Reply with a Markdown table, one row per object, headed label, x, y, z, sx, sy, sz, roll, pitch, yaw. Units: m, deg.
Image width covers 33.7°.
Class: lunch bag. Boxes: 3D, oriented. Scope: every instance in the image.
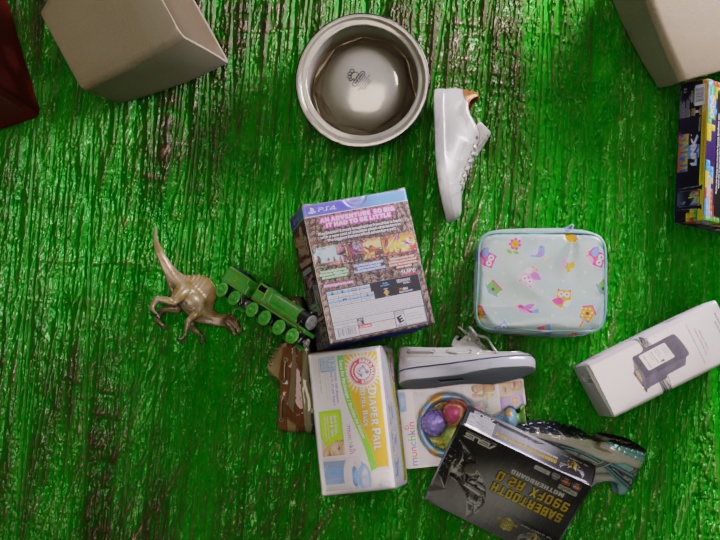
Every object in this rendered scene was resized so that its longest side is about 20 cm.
| label | x | y | z | sx | sy | sz | roll | pitch | yaw |
| --- | --- | --- | --- | --- | --- | --- | --- | --- | --- |
| lunch bag | 0.262 | 0.014 | 1.727 | 0.197 | 0.077 | 0.163 | 1 | 82 | 3 |

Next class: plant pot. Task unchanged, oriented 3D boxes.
| label | x | y | z | sx | sy | sz | roll | pitch | yaw |
| --- | --- | --- | --- | --- | --- | --- | --- | --- | --- |
| plant pot | 0.486 | -0.368 | 1.706 | 0.197 | 0.200 | 0.179 | -15 | 94 | 2 |
| plant pot | -0.621 | -0.311 | 1.762 | 0.198 | 0.176 | 0.202 | -19 | 83 | 1 |
| plant pot | -0.342 | -0.357 | 1.745 | 0.176 | 0.200 | 0.201 | -32 | 83 | 10 |

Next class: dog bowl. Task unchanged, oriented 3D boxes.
| label | x | y | z | sx | sy | sz | roll | pitch | yaw |
| --- | --- | --- | --- | --- | --- | --- | --- | --- | --- |
| dog bowl | 0.005 | -0.275 | 1.775 | 0.197 | 0.074 | 0.203 | 0 | 84 | 4 |

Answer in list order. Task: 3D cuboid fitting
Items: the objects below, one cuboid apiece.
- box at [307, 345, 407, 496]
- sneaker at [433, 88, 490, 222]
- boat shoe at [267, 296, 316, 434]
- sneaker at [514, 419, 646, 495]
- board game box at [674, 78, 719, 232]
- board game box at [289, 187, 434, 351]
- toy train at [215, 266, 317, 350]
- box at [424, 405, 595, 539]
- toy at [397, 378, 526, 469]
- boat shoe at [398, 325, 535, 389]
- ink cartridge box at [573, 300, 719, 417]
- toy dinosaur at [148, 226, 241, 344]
| label | x | y | z | sx | sy | sz | roll | pitch | yaw |
| --- | --- | --- | --- | --- | --- | --- | --- | --- | --- |
| box | -0.003 | 0.212 | 1.700 | 0.111 | 0.101 | 0.203 | -8 | 83 | 11 |
| sneaker | 0.151 | -0.173 | 1.754 | 0.084 | 0.073 | 0.203 | -2 | 82 | 5 |
| boat shoe | -0.101 | 0.139 | 1.736 | 0.073 | 0.076 | 0.203 | -6 | 83 | 6 |
| sneaker | 0.305 | 0.270 | 1.685 | 0.198 | 0.078 | 0.087 | 14 | 94 | -7 |
| board game box | 0.525 | -0.156 | 1.699 | 0.164 | 0.056 | 0.203 | 9 | 82 | -35 |
| board game box | 0.000 | 0.000 | 1.711 | 0.158 | 0.097 | 0.202 | -10 | 83 | -16 |
| toy train | -0.134 | 0.052 | 1.722 | 0.199 | 0.042 | 0.057 | 29 | 84 | 37 |
| box | 0.207 | 0.298 | 1.670 | 0.198 | 0.048 | 0.159 | 26 | 124 | 5 |
| toy | 0.145 | 0.222 | 1.725 | 0.197 | 0.047 | 0.117 | -6 | 82 | 2 |
| boat shoe | 0.152 | 0.119 | 1.729 | 0.199 | 0.075 | 0.087 | -7 | 67 | 13 |
| ink cartridge box | 0.412 | 0.127 | 1.671 | 0.198 | 0.145 | 0.085 | -26 | 83 | 0 |
| toy dinosaur | -0.267 | 0.040 | 1.774 | 0.200 | 0.058 | 0.101 | 46 | 73 | -1 |
